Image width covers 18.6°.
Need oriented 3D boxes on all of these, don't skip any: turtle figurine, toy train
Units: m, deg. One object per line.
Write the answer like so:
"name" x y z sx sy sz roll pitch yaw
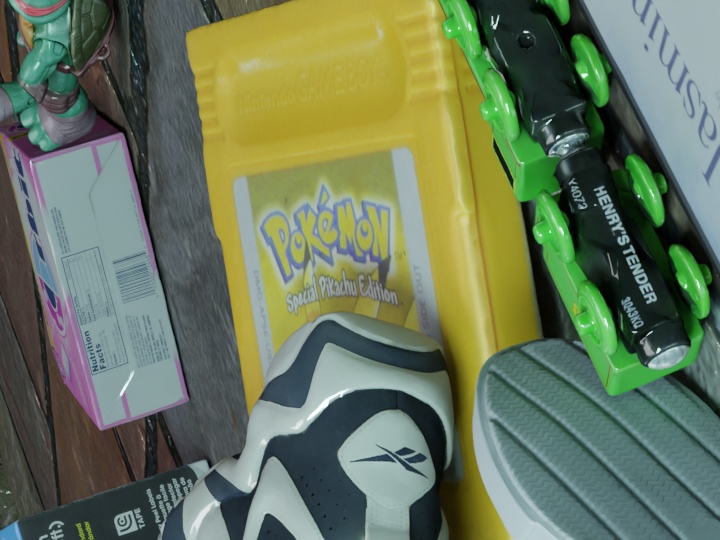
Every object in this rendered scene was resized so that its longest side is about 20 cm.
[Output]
"turtle figurine" -0.194 -0.147 1.300 0.200 0.100 0.151 81 -158 -77
"toy train" 0.051 -0.055 0.658 0.056 0.041 0.201 83 166 -68

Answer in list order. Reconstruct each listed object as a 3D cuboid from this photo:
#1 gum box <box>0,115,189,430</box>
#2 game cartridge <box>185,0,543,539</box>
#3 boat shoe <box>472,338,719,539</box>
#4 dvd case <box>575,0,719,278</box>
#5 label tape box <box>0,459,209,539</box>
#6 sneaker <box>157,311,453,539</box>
"gum box" -0.178 0.001 1.469 0.113 0.066 0.202 -146 42 -66
"game cartridge" 0.000 0.000 0.795 0.176 0.032 0.202 -5 97 59
"boat shoe" 0.089 0.096 0.616 0.200 0.072 0.062 -127 27 -45
"dvd case" 0.100 -0.071 0.502 0.200 0.017 0.143 101 148 -61
"label tape box" -0.174 0.226 1.439 0.063 0.199 0.145 130 122 -72
"sneaker" -0.022 0.125 0.733 0.200 0.079 0.130 -56 23 37
